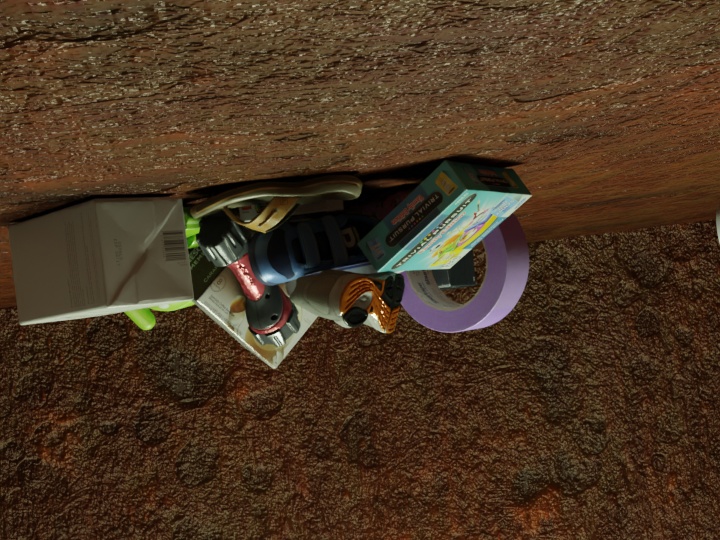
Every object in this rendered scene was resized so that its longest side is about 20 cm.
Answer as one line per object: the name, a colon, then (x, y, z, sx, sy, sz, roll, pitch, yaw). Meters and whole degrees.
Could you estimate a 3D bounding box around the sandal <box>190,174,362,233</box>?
sandal: (-0.094, -0.072, 1.365, 0.198, 0.054, 0.080, -6, 177, -7)

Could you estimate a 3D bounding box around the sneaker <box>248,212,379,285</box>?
sneaker: (-0.051, -0.033, 1.434, 0.082, 0.074, 0.199, -10, -174, 43)

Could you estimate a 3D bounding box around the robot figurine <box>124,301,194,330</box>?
robot figurine: (-0.261, -0.004, 1.649, 0.175, 0.116, 0.200, -37, 179, 3)

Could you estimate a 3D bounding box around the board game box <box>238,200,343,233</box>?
board game box: (-0.085, -0.077, 1.520, 0.125, 0.035, 0.200, -7, 178, -1)

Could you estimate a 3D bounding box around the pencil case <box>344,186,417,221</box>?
pencil case: (0.027, -0.063, 1.647, 0.199, 0.083, 0.086, -11, -171, 44)

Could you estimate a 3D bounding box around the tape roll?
tape roll: (0.138, -0.014, 1.704, 0.199, 0.202, 0.065, -9, 176, 37)

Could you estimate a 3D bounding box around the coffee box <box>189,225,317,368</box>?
coffee box: (-0.149, 0.028, 1.573, 0.080, 0.115, 0.200, 32, 169, 40)

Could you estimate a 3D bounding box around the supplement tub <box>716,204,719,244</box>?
supplement tub: (0.899, -0.102, 2.632, 0.199, 0.146, 0.144, -9, 177, 32)

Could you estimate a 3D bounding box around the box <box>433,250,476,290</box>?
box: (0.138, -0.010, 2.722, 0.195, 0.125, 0.200, -7, 177, 22)

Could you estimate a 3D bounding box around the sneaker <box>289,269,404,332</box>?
sneaker: (-0.014, 0.027, 1.428, 0.091, 0.076, 0.200, 13, 179, 24)

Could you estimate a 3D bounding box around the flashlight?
flashlight: (-0.138, 0.014, 1.462, 0.068, 0.068, 0.200, -40, 138, -9)

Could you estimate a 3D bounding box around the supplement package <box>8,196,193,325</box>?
supplement package: (-0.302, -0.010, 1.381, 0.119, 0.122, 0.199, -6, 177, -44)

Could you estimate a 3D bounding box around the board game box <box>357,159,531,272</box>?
board game box: (0.106, -0.063, 1.459, 0.151, 0.047, 0.200, -43, 162, 24)

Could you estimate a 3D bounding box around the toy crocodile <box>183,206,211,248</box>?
toy crocodile: (-0.252, -0.049, 1.490, 0.067, 0.062, 0.199, -7, 174, -37)

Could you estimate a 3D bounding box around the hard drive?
hard drive: (0.000, 0.000, 1.588, 0.131, 0.026, 0.200, -11, -178, 21)
